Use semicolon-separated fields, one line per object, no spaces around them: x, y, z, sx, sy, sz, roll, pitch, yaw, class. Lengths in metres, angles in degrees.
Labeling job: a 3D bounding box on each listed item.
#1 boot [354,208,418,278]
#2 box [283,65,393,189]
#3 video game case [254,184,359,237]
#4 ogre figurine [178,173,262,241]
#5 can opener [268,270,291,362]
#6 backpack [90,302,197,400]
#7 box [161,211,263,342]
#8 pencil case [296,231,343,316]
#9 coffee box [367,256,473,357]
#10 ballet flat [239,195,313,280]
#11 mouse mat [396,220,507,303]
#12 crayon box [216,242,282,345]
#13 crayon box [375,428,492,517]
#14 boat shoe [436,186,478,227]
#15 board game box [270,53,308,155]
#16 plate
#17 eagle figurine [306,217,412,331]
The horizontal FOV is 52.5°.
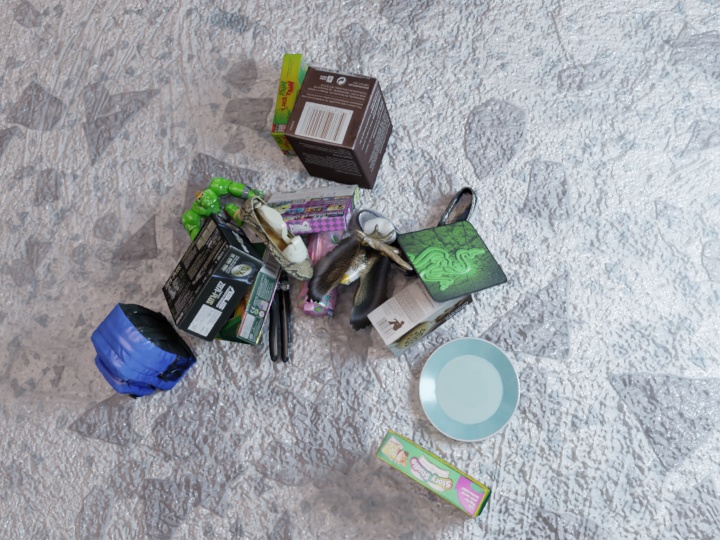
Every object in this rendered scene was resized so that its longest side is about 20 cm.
0.055;-0.071;1.529;0.073;0.090;0.200;-45;69;-4;boot
-0.041;-0.302;1.567;0.163;0.200;0.167;14;76;17;box
-0.111;-0.129;1.556;0.196;0.182;0.036;-4;116;11;video game case
-0.323;-0.126;1.639;0.119;0.098;0.201;37;99;3;ogre figurine
-0.173;0.096;1.555;0.062;0.078;0.204;-1;71;-28;can opener
-0.460;0.172;1.515;0.162;0.200;0.168;38;84;20;backpack
-0.302;0.013;1.479;0.201;0.085;0.164;-55;37;9;box
-0.085;-0.003;1.545;0.086;0.088;0.204;3;72;14;pencil case
0.122;0.075;1.456;0.199;0.113;0.080;-36;68;-1;coffee box
-0.159;-0.067;1.444;0.200;0.075;0.068;48;51;0;ballet flat
0.180;-0.022;1.414;0.197;0.008;0.162;-14;62;-33;mouse mat
-0.252;0.046;1.532;0.171;0.058;0.203;1;68;48;crayon box
0.137;0.368;1.326;0.198;0.173;0.059;28;80;19;crayon box
0.187;-0.085;1.515;0.069;0.066;0.202;29;81;20;boat shoe
-0.154;-0.378;1.671;0.047;0.102;0.204;3;73;13;board game box
0.212;0.232;1.431;0.196;0.026;0.204;-4;73;12;plate
-0.006;0.002;1.442;0.149;0.201;0.153;-4;55;-31;eagle figurine
